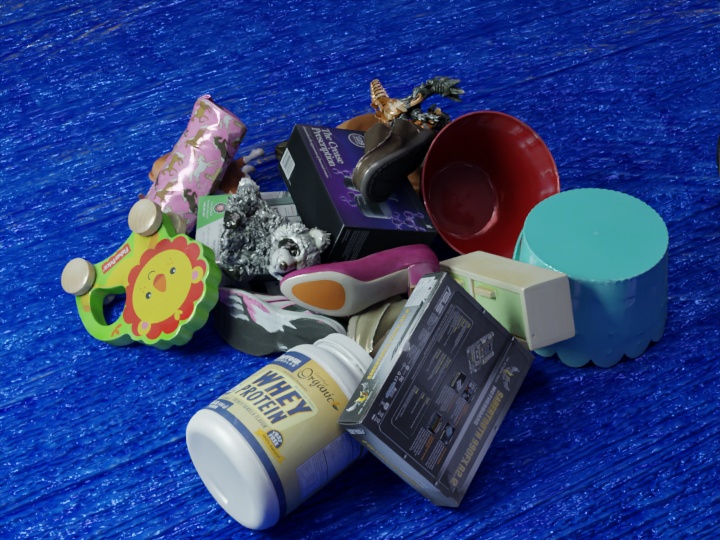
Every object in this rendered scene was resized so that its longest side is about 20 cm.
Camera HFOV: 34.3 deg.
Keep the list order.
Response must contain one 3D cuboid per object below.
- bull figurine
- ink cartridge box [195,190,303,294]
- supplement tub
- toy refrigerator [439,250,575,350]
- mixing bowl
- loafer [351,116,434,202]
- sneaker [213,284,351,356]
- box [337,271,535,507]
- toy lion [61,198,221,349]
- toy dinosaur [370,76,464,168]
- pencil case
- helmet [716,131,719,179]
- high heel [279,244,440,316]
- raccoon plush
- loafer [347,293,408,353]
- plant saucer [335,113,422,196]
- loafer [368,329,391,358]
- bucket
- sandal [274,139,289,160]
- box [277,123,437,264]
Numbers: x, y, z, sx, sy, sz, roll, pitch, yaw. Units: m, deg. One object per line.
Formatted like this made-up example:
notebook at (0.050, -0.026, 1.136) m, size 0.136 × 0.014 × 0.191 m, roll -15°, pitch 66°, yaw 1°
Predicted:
bull figurine at (-0.210, -0.135, 1.696) m, size 0.198 × 0.066 × 0.122 m, roll 20°, pitch 42°, yaw 22°
ink cartridge box at (-0.116, -0.032, 1.554) m, size 0.197 × 0.085 × 0.147 m, roll -4°, pitch 42°, yaw -1°
supplement tub at (-0.074, 0.171, 1.274) m, size 0.199 × 0.146 × 0.144 m, roll -33°, pitch 49°, yaw -30°
toy refrigerator at (0.169, 0.034, 1.399) m, size 0.069 × 0.077 × 0.200 m, roll -15°, pitch 15°, yaw -21°
mixing bowl at (0.155, -0.103, 1.563) m, size 0.198 × 0.202 × 0.108 m, roll -22°, pitch 1°, yaw -20°
loafer at (0.028, -0.143, 1.472) m, size 0.071 × 0.074 × 0.200 m, roll 31°, pitch 26°, yaw 10°
sneaker at (-0.093, 0.065, 1.466) m, size 0.198 × 0.081 × 0.086 m, roll 19°, pitch 26°, yaw 22°
box at (0.086, 0.128, 1.266) m, size 0.048 × 0.158 × 0.201 m, roll -8°, pitch 45°, yaw 57°
toy lion at (-0.268, 0.024, 1.467) m, size 0.199 × 0.069 × 0.193 m, roll -38°, pitch 56°, yaw 15°
toy dinosaur at (0.074, -0.222, 1.669) m, size 0.135 × 0.102 × 0.201 m, roll -22°, pitch 68°, yaw -21°
pencil case at (-0.234, -0.139, 1.614) m, size 0.086 × 0.201 × 0.083 m, roll 31°, pitch 1°, yaw -20°
helmet at (0.579, -0.162, 1.572) m, size 0.198 × 0.191 × 0.202 m, roll -11°, pitch 65°, yaw 24°
high heel at (0.000, 0.000, 1.415) m, size 0.197 × 0.068 × 0.096 m, roll -4°, pitch 37°, yaw -4°
raccoon plush at (-0.100, -0.061, 1.459) m, size 0.132 × 0.097 × 0.201 m, roll 6°, pitch 44°, yaw 0°
loafer at (0.032, 0.065, 1.439) m, size 0.067 × 0.076 × 0.201 m, roll 2°, pitch 41°, yaw 15°
plant saucer at (0.050, -0.175, 1.700) m, size 0.198 × 0.038 × 0.201 m, roll 11°, pitch 34°, yaw -8°
loafer at (0.105, 0.106, 1.347) m, size 0.198 × 0.071 × 0.073 m, roll 5°, pitch 38°, yaw -24°
bucket at (0.286, 0.003, 1.445) m, size 0.204 × 0.136 × 0.208 m, roll -2°, pitch 41°, yaw 2°
sandal at (-0.047, -0.130, 1.682) m, size 0.199 × 0.055 × 0.081 m, roll 28°, pitch 35°, yaw 29°
box at (-0.007, -0.094, 1.507) m, size 0.140 × 0.079 × 0.201 m, roll 4°, pitch 42°, yaw -32°
